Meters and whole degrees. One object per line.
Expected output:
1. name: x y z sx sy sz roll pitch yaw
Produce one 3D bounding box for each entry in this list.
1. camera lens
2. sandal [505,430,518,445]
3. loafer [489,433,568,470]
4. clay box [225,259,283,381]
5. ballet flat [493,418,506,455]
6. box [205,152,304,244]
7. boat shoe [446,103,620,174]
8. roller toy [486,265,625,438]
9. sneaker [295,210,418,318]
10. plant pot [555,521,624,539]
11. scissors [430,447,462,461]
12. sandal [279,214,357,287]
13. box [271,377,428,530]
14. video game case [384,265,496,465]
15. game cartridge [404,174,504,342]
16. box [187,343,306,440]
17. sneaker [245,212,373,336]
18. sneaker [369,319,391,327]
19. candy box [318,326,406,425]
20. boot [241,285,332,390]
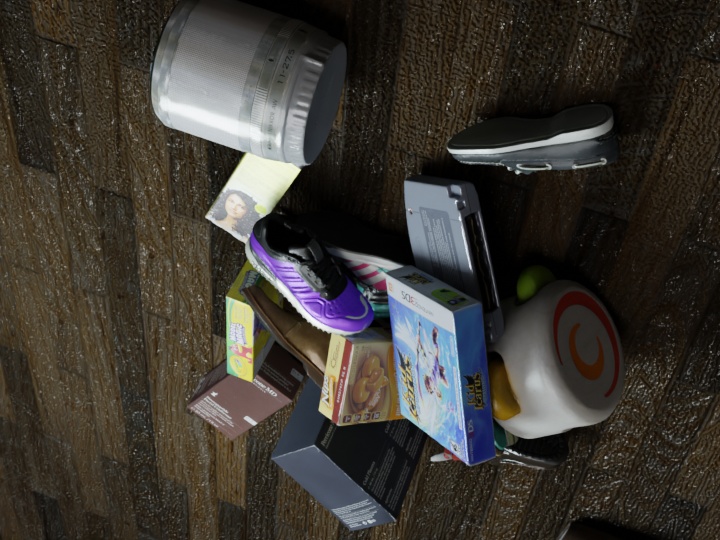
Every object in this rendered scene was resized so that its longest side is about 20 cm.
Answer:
1. camera lens: -0.131 -0.220 1.368 0.197 0.161 0.161 19 140 8
2. sandal: 0.196 0.150 1.659 0.080 0.057 0.204 43 152 53
3. loafer: 0.217 0.252 1.765 0.197 0.073 0.072 14 144 29
4. clay box: -0.150 0.051 1.703 0.047 0.116 0.202 17 139 11
5. ballet flat: 0.141 0.159 1.551 0.069 0.202 0.071 -6 145 -5
6. box: -0.133 -0.117 1.565 0.075 0.050 0.200 32 139 -7
7. boat shoe: 0.195 -0.137 1.350 0.197 0.076 0.061 -2 127 31
8. roller toy: 0.233 0.117 1.511 0.182 0.203 0.139 35 142 -31
9. sneaker: 0.000 0.000 1.600 0.197 0.084 0.122 20 130 6
10. plant pot: 0.384 0.491 1.862 0.199 0.187 0.188 35 142 11
11. scissors: 0.140 0.284 1.810 0.073 0.014 0.201 35 159 12
12. sandal: -0.065 0.007 1.645 0.201 0.080 0.057 42 151 -19
13. box: -0.007 0.244 1.767 0.103 0.201 0.182 -22 121 42
14. video game case: 0.096 0.114 1.477 0.181 0.045 0.203 -149 48 -62
15. game cartridge: 0.112 -0.018 1.472 0.133 0.040 0.203 14 122 55
16. box: -0.182 0.188 1.901 0.100 0.075 0.200 38 137 -14
17. sneaker: -0.062 0.000 1.526 0.199 0.070 0.100 37 146 6
18. sneaker: 0.017 0.129 1.695 0.199 0.113 0.073 35 149 -7
19. candy box: 0.045 0.138 1.613 0.055 0.197 0.117 29 113 49
20. boot: -0.078 0.080 1.600 0.200 0.075 0.074 46 179 -19
